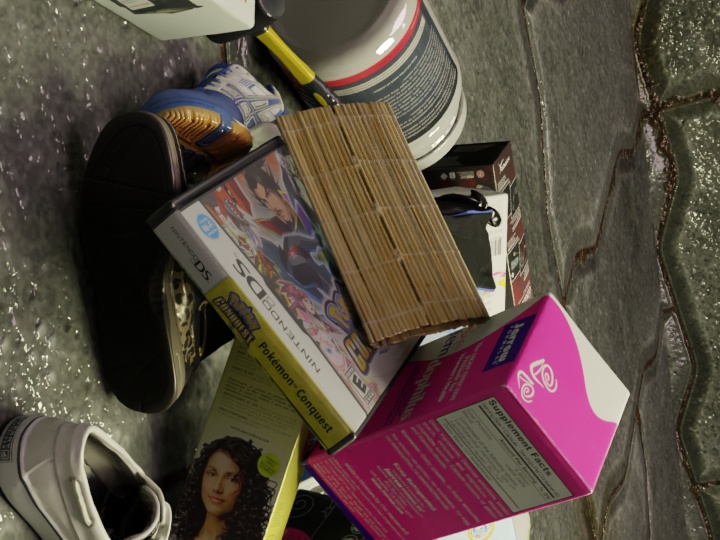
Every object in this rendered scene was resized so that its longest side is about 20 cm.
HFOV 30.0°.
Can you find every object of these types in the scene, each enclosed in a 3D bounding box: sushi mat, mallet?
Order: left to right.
[{"bbox_3d":[-0.039,-0.162,1.077,0.200,0.066,0.041,38,48,-31],"label":"mallet"},{"bbox_3d":[0.013,-0.039,0.944,0.012,0.095,0.201,113,-39,-52],"label":"sushi mat"}]

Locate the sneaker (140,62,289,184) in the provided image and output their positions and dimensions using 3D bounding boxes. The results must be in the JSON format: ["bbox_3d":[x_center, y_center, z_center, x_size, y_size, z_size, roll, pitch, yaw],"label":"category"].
[{"bbox_3d":[-0.111,-0.114,1.004,0.200,0.075,0.089,14,54,-67],"label":"sneaker"}]

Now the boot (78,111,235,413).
[{"bbox_3d":[-0.122,-0.018,0.933,0.150,0.073,0.202,-36,125,-64],"label":"boot"}]

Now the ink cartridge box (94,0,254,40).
[{"bbox_3d":[-0.145,-0.254,0.885,0.200,0.082,0.147,20,69,-67],"label":"ink cartridge box"}]

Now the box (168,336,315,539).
[{"bbox_3d":[-0.071,0.115,0.966,0.050,0.075,0.202,22,86,-74],"label":"box"}]

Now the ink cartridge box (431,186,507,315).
[{"bbox_3d":[0.079,0.028,1.270,0.115,0.068,0.202,-10,105,-46],"label":"ink cartridge box"}]

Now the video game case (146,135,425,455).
[{"bbox_3d":[-0.038,0.007,0.890,0.181,0.025,0.200,52,24,-3],"label":"video game case"}]

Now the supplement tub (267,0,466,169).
[{"bbox_3d":[0.009,-0.186,1.199,0.200,0.139,0.141,52,41,-56],"label":"supplement tub"}]

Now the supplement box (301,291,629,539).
[{"bbox_3d":[0.071,0.111,0.936,0.104,0.199,0.101,51,42,-16],"label":"supplement box"}]

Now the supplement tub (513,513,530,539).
[{"bbox_3d":[0.100,0.303,1.379,0.145,0.144,0.202,50,43,-58],"label":"supplement tub"}]

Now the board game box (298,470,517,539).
[{"bbox_3d":[0.032,0.215,1.168,0.056,0.199,0.197,36,-36,56],"label":"board game box"}]

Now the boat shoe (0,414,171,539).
[{"bbox_3d":[-0.152,0.156,0.847,0.201,0.065,0.072,67,29,-42],"label":"boat shoe"}]

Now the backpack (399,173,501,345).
[{"bbox_3d":[0.000,0.000,1.093,0.200,0.189,0.156,6,88,-63],"label":"backpack"}]

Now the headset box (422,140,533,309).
[{"bbox_3d":[0.091,-0.023,1.386,0.075,0.147,0.202,-51,135,-58],"label":"headset box"}]

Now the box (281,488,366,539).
[{"bbox_3d":[-0.031,0.282,1.001,0.200,0.131,0.115,-50,135,-40],"label":"box"}]
